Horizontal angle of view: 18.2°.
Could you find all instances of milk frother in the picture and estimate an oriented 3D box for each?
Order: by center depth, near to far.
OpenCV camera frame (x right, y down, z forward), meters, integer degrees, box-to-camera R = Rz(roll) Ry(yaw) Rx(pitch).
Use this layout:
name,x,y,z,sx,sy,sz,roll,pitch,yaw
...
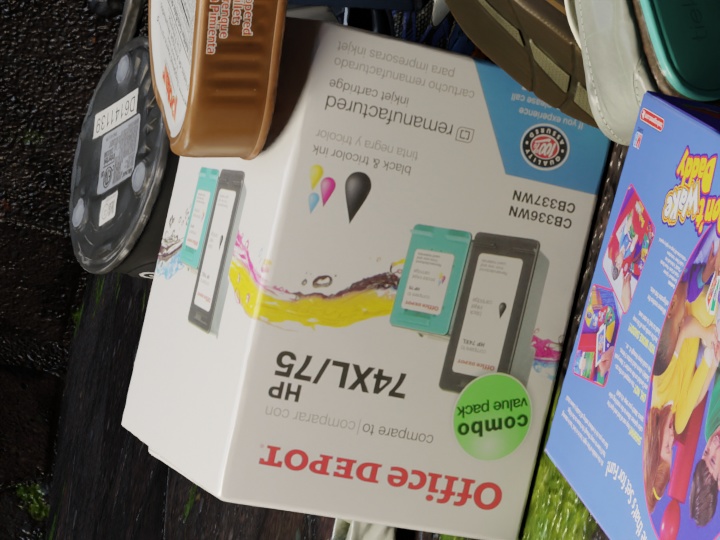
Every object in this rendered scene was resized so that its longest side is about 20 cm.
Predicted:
name,x,y,z,sx,sy,sz,roll,pitch,yaw
milk frother,-0.043,-0.081,1.144,0.180,0.187,0.201,11,88,62

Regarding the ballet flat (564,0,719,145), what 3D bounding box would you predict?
name,x,y,z,sx,sy,sz,roll,pitch,yaw
ballet flat,0.091,-0.143,0.822,0.064,0.067,0.201,-21,76,59

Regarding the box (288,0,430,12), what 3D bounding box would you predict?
name,x,y,z,sx,sy,sz,roll,pitch,yaw
box,0.010,-0.228,1.053,0.200,0.107,0.149,-50,-41,-53

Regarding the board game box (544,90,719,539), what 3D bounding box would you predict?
name,x,y,z,sx,sy,sz,roll,pitch,yaw
board game box,0.116,0.028,0.693,0.200,0.045,0.135,-121,44,-74

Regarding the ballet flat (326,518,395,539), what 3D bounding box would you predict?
name,x,y,z,sx,sy,sz,roll,pitch,yaw
ballet flat,-0.008,0.131,1.156,0.069,0.069,0.201,143,138,-73

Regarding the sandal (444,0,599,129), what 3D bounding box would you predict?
name,x,y,z,sx,sy,sz,roll,pitch,yaw
sandal,0.052,-0.133,0.879,0.055,0.200,0.082,-46,8,-11

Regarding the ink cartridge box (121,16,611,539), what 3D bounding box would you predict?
name,x,y,z,sx,sy,sz,roll,pitch,yaw
ink cartridge box,0.000,0.000,0.990,0.146,0.146,0.201,-159,81,-66

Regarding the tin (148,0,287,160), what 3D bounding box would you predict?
name,x,y,z,sx,sy,sz,roll,pitch,yaw
tin,-0.056,-0.138,0.892,0.112,0.042,0.201,-106,21,-55

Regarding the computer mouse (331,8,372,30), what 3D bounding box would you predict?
name,x,y,z,sx,sy,sz,roll,pitch,yaw
computer mouse,-0.005,-0.118,1.486,0.140,0.046,0.201,157,117,-77

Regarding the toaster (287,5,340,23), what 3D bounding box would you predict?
name,x,y,z,sx,sy,sz,roll,pitch,yaw
toaster,-0.064,-0.050,1.365,0.200,0.118,0.181,59,146,26

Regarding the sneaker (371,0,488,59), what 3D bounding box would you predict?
name,x,y,z,sx,sy,sz,roll,pitch,yaw
sneaker,0.040,-0.164,1.204,0.075,0.078,0.201,-123,46,-74
